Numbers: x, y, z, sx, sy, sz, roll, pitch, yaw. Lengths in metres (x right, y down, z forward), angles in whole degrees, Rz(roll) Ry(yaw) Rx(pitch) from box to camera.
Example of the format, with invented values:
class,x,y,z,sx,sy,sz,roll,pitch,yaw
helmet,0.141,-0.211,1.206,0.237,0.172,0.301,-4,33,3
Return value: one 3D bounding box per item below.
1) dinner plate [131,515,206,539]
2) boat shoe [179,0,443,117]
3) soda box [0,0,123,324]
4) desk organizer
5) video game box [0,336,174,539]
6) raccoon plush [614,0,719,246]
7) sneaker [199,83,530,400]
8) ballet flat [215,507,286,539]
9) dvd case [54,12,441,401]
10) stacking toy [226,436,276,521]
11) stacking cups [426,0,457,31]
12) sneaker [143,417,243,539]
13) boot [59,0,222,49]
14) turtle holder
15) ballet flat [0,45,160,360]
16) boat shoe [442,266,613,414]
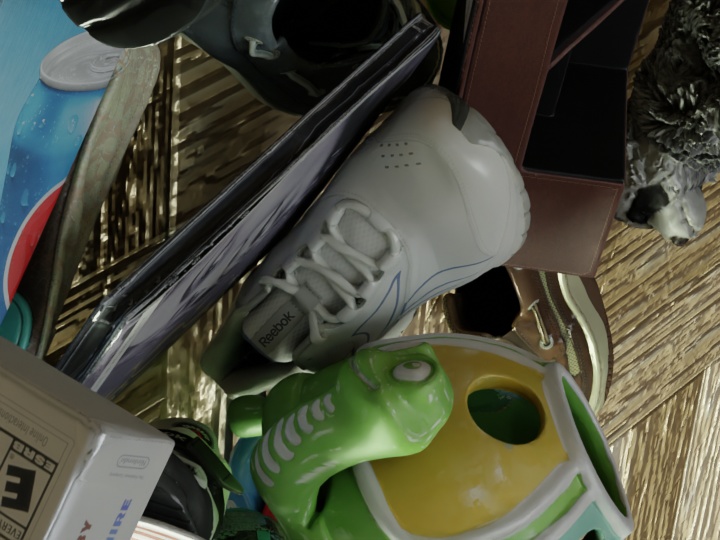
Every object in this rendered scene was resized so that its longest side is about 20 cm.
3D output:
class,x,y,z,sx,sy,sz,roll,pitch,yaw
dinner plate,-0.115,0.142,0.853,0.024,0.200,0.200,-89,175,-46
boat shoe,-0.011,-0.093,0.905,0.200,0.062,0.073,19,95,-61
soda box,-0.144,-0.028,0.751,0.068,0.064,0.200,16,101,-60
desk organizer,0.075,-0.083,0.920,0.200,0.077,0.072,101,-4,-54
video game box,-0.172,0.085,0.664,0.182,0.200,0.047,-63,152,3
raccoon plush,0.164,-0.114,1.178,0.097,0.134,0.200,22,63,-45
sneaker,0.000,0.000,0.920,0.087,0.075,0.200,-37,171,-36
ballet flat,-0.078,0.199,1.015,0.074,0.074,0.200,-15,130,-52
dvd case,-0.056,-0.004,0.863,0.200,0.016,0.149,-45,177,-40
stacking toy,0.046,0.118,1.027,0.110,0.200,0.116,-50,152,-21
stacking cups,0.030,-0.145,0.937,0.061,0.060,0.200,-58,147,-7
sneaker,-0.087,0.087,0.907,0.200,0.074,0.089,115,0,-66
boot,-0.078,-0.178,0.716,0.200,0.076,0.168,61,24,-15
turtle holder,0.025,0.079,0.900,0.132,0.141,0.186,-22,121,11
ballet flat,-0.120,-0.002,0.812,0.200,0.067,0.062,-64,158,5
boat shoe,0.071,0.011,1.124,0.075,0.075,0.202,-32,134,-21
